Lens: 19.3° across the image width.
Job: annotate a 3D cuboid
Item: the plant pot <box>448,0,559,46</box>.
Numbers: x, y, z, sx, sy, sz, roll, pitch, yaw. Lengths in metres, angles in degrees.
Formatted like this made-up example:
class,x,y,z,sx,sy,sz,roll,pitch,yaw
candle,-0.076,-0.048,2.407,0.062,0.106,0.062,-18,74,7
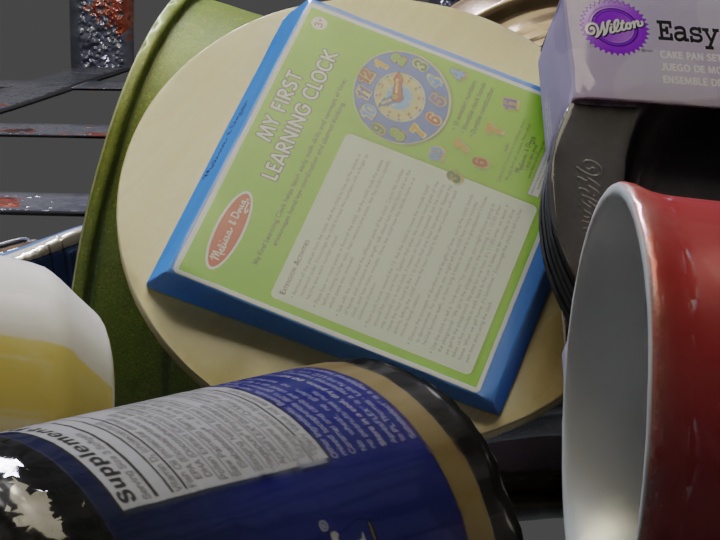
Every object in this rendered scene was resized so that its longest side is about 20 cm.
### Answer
class,x,y,z,sx,sy,sz,roll,pitch,yaw
plant pot,0.103,-0.040,1.067,0.200,0.202,0.093,-3,25,-17

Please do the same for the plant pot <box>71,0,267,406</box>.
class,x,y,z,sx,sy,sz,roll,pitch,yaw
plant pot,0.000,0.000,0.897,0.192,0.201,0.200,14,12,7

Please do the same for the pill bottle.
class,x,y,z,sx,sy,sz,roll,pitch,yaw
pill bottle,-0.060,0.091,0.539,0.200,0.112,0.112,-11,15,-44

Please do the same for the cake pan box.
class,x,y,z,sx,sy,sz,roll,pitch,yaw
cake pan box,0.161,-0.011,0.758,0.199,0.185,0.052,4,-33,-7

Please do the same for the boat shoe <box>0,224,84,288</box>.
class,x,y,z,sx,sy,sz,roll,pitch,yaw
boat shoe,-0.173,0.010,1.098,0.200,0.073,0.072,-9,12,-41

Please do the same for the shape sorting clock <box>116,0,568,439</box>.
class,x,y,z,sx,sy,sz,roll,pitch,yaw
shape sorting clock,0.009,-0.021,0.790,0.199,0.201,0.039,-2,-30,-9

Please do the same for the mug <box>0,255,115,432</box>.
class,x,y,z,sx,sy,sz,roll,pitch,yaw
mug,-0.166,0.067,0.708,0.153,0.187,0.149,5,-25,-21

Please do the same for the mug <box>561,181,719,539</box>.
class,x,y,z,sx,sy,sz,roll,pitch,yaw
mug,0.167,0.067,0.614,0.199,0.178,0.133,2,-11,-5

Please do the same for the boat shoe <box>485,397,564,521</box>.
class,x,y,z,sx,sy,sz,roll,pitch,yaw
boat shoe,0.064,0.071,0.788,0.201,0.075,0.065,2,52,11
